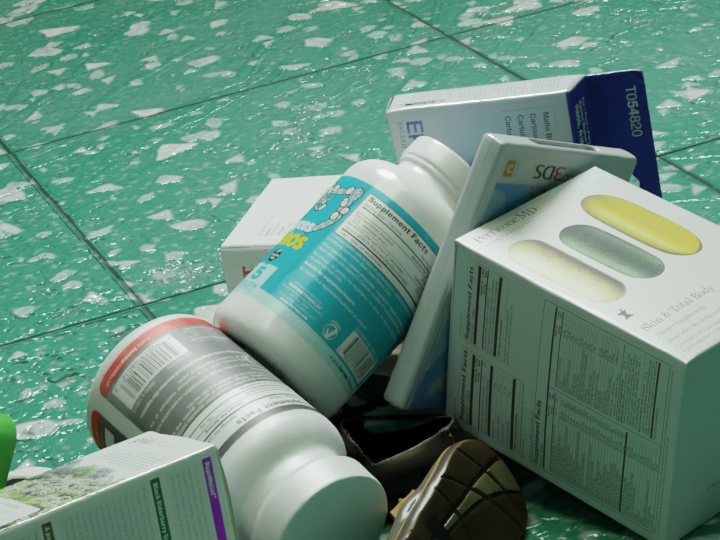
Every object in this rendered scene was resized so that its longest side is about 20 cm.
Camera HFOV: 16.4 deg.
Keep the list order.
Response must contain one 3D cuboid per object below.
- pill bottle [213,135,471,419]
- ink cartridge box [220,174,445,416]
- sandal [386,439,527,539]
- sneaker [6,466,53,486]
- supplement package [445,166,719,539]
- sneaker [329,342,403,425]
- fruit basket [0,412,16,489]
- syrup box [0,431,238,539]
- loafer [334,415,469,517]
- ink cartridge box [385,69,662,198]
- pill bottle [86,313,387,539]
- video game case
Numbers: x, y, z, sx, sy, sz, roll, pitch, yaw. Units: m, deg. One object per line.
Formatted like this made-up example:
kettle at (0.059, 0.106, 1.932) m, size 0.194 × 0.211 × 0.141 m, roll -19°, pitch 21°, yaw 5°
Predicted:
pill bottle at (0.000, 0.000, 1.734) m, size 0.200 × 0.111 × 0.111 m, roll -47°, pitch 34°, yaw -15°
ink cartridge box at (0.016, 0.016, 1.900) m, size 0.199 × 0.147 × 0.146 m, roll -2°, pitch 24°, yaw 17°
sandal at (0.046, 0.178, 1.616) m, size 0.055 × 0.082 × 0.200 m, roll -21°, pitch 19°, yaw 37°
sneaker at (-0.212, 0.192, 1.661) m, size 0.200 × 0.073 × 0.112 m, roll 9°, pitch 27°, yaw 36°
supplement package at (0.181, 0.054, 1.681) m, size 0.200 × 0.151 × 0.152 m, roll 29°, pitch 41°, yaw 36°
sneaker at (-0.026, 0.097, 1.808) m, size 0.199 × 0.085 × 0.075 m, roll 0°, pitch 7°, yaw 9°
fruit basket at (-0.294, 0.186, 1.619) m, size 0.155 × 0.216 × 0.216 m, roll 6°, pitch 26°, yaw 33°
syrup box at (-0.179, 0.168, 1.520) m, size 0.200 × 0.082 × 0.079 m, roll -19°, pitch 16°, yaw -35°
loafer at (-0.015, 0.134, 1.725) m, size 0.199 × 0.072 × 0.073 m, roll -9°, pitch 22°, yaw 0°
ink cartridge box at (0.134, -0.052, 1.949) m, size 0.199 × 0.200 × 0.041 m, roll -6°, pitch 26°, yaw 13°
pill bottle at (-0.081, 0.123, 1.642) m, size 0.116 × 0.116 × 0.200 m, roll -24°, pitch 44°, yaw -32°
video game case at (0.108, 0.004, 1.755) m, size 0.022 × 0.200 × 0.182 m, roll 30°, pitch 16°, yaw 33°
